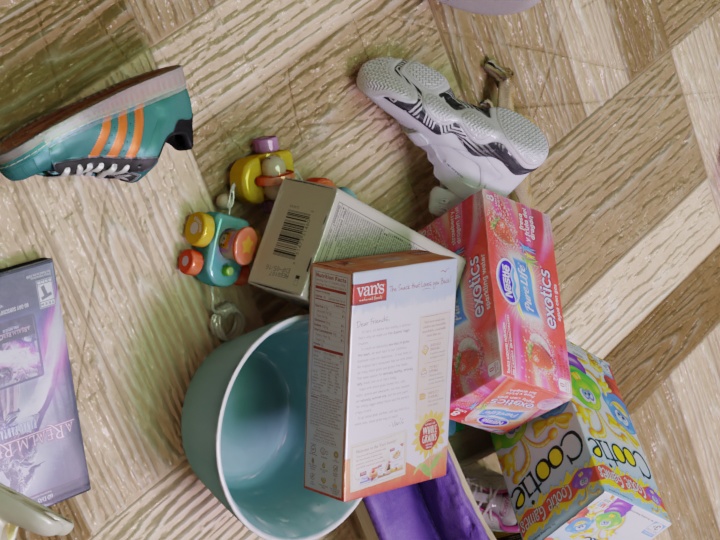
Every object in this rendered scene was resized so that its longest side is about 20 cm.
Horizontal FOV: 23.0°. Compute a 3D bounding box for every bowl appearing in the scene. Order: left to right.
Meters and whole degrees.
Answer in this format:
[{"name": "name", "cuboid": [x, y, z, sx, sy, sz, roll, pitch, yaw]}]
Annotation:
[{"name": "bowl", "cuboid": [-0.081, 0.134, 1.575, 0.199, 0.104, 0.203, -5, 98, -42]}]

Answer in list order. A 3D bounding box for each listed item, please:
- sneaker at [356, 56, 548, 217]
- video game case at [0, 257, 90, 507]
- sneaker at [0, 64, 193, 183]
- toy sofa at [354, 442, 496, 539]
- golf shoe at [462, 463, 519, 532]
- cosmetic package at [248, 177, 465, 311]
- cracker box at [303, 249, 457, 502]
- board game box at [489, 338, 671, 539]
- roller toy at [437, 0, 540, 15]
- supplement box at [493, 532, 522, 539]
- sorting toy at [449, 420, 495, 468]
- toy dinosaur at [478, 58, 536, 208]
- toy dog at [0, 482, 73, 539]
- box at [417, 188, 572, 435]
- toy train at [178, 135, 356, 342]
[{"name": "sneaker", "cuboid": [0.073, -0.121, 1.712, 0.198, 0.115, 0.075, 24, 36, -8]}, {"name": "video game case", "cuboid": [-0.295, 0.104, 1.431, 0.142, 0.019, 0.202, -18, 105, -41]}, {"name": "sneaker", "cuboid": [-0.211, -0.103, 1.454, 0.199, 0.071, 0.081, -30, 109, -39]}, {"name": "toy sofa", "cuboid": [0.040, 0.205, 1.653, 0.082, 0.097, 0.202, -16, 78, -40]}, {"name": "golf shoe", "cuboid": [0.108, 0.220, 1.772, 0.199, 0.091, 0.076, 17, 82, -39]}, {"name": "cosmetic package", "cuboid": [0.000, 0.000, 1.602, 0.199, 0.073, 0.105, 29, 79, -48]}, {"name": "cracker box", "cuboid": [0.018, 0.089, 1.546, 0.133, 0.057, 0.202, -7, 104, -45]}, {"name": "board game box", "cuboid": [0.201, 0.175, 1.690, 0.104, 0.103, 0.201, 27, 33, -36]}, {"name": "roller toy", "cuboid": [0.114, -0.342, 1.664, 0.200, 0.181, 0.141, 39, 67, -38]}, {"name": "supplement box", "cuboid": [0.199, 0.350, 1.795, 0.196, 0.199, 0.135, -4, 96, -43]}, {"name": "sorting toy", "cuboid": [0.099, 0.088, 1.760, 0.184, 0.036, 0.202, -20, 94, -41]}, {"name": "toy dinosaur", "cuboid": [0.154, -0.112, 1.809, 0.101, 0.058, 0.202, -28, 112, -40]}, {"name": "toy dog", "cuboid": [-0.331, 0.243, 1.322, 0.193, 0.139, 0.201, 28, 80, -9]}, {"name": "box", "cuboid": [0.125, 0.040, 1.683, 0.094, 0.102, 0.202, 19, 54, -35]}, {"name": "toy train", "cuboid": [-0.073, -0.033, 1.602, 0.200, 0.055, 0.151, -48, 123, -30]}]
